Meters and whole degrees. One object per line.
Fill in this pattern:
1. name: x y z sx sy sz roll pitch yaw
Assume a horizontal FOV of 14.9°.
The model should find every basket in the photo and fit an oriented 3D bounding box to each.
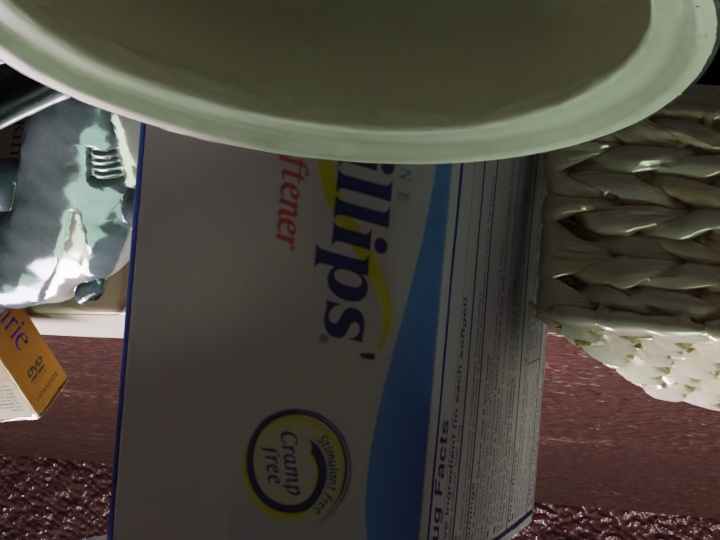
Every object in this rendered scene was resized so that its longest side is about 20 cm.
1. basket: 0.148 -0.020 0.952 0.135 0.124 0.200 5 172 21

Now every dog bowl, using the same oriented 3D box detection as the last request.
1. dog bowl: -0.008 -0.097 0.678 0.199 0.074 0.200 6 160 2

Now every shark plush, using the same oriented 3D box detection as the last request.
1. shark plush: -0.132 -0.034 1.093 0.083 0.091 0.200 23 139 -36

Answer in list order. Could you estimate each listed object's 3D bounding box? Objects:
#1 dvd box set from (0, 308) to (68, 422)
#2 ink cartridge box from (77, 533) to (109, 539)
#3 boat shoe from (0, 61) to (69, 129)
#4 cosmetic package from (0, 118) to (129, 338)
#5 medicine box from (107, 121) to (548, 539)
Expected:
1. dvd box set: -0.229 -0.016 1.180 0.146 0.029 0.201 -7 125 39
2. ink cartridge box: -0.034 0.118 0.834 0.159 0.048 0.200 8 -173 28
3. boat shoe: -0.162 -0.057 0.931 0.200 0.072 0.070 -26 156 27
4. cosmetic package: -0.134 -0.025 1.222 0.199 0.104 0.073 0 169 35
5. medicine box: 0.000 0.000 0.896 0.102 0.183 0.200 6 -176 13
